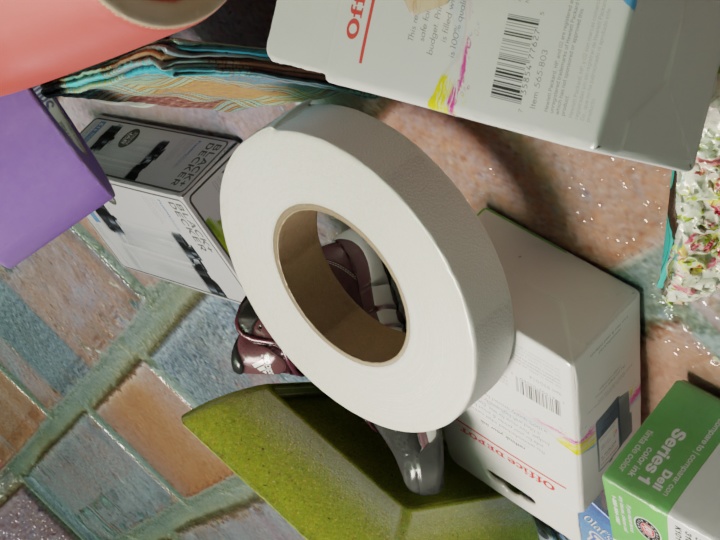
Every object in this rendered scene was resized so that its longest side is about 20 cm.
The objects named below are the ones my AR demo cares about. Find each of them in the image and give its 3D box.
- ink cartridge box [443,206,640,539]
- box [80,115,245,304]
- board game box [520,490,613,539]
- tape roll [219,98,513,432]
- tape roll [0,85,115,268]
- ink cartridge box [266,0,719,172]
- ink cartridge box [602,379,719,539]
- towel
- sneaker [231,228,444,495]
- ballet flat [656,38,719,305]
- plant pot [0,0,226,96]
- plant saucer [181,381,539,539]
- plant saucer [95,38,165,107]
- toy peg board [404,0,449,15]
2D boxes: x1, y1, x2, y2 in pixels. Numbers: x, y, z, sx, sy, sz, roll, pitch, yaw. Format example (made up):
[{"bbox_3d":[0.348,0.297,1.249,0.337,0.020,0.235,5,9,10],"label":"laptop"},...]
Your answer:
[{"bbox_3d":[0.106,0.068,1.058,0.117,0.067,0.200,31,152,29],"label":"ink cartridge box"},{"bbox_3d":[-0.137,-0.046,1.293,0.200,0.060,0.117,15,145,50],"label":"box"},{"bbox_3d":[0.161,0.187,1.223,0.200,0.043,0.199,42,157,6],"label":"board game box"},{"bbox_3d":[0.000,0.000,1.000,0.203,0.037,0.203,32,141,30],"label":"tape roll"},{"bbox_3d":[-0.248,-0.106,1.117,0.200,0.085,0.200,55,177,4],"label":"tape roll"},{"bbox_3d":[0.057,-0.121,0.731,0.068,0.115,0.200,7,-170,-45],"label":"ink cartridge box"},{"bbox_3d":[0.247,0.171,0.990,0.200,0.084,0.145,29,154,31],"label":"ink cartridge box"},{"bbox_3d":[-0.089,-0.110,1.024,0.200,0.146,0.022,0,88,60],"label":"towel"},{"bbox_3d":[-0.021,0.069,1.122,0.076,0.115,0.200,86,167,-52],"label":"sneaker"},{"bbox_3d":[0.169,-0.036,0.771,0.064,0.076,0.200,18,155,15],"label":"ballet flat"},{"bbox_3d":[-0.162,-0.193,0.918,0.177,0.201,0.201,3,137,43],"label":"plant pot"},{"bbox_3d":[0.013,0.132,1.164,0.200,0.048,0.200,38,-159,31],"label":"plant saucer"},{"bbox_3d":[-0.217,-0.180,1.204,0.200,0.050,0.200,37,158,17],"label":"plant saucer"},{"bbox_3d":[-0.043,-0.200,0.622,0.200,0.098,0.200,76,175,-80],"label":"toy peg board"}]
